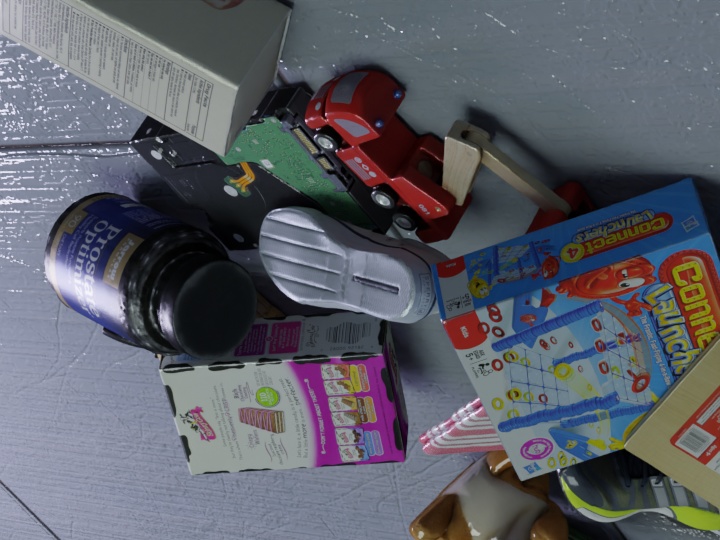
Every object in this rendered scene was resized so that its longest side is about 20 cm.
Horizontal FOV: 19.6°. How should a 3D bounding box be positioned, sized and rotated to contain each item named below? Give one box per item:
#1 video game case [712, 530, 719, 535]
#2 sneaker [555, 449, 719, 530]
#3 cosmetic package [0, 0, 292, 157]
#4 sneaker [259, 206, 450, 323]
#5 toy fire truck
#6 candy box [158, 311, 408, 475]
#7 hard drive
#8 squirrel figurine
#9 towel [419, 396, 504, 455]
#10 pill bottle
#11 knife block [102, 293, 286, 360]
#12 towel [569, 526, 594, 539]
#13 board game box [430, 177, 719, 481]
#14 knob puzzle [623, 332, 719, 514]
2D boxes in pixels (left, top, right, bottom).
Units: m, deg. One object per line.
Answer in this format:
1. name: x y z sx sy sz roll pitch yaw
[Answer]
1. video game case: 0.318 0.172 1.711 0.142 0.018 0.200 25 152 10
2. sneaker: 0.236 0.151 1.621 0.199 0.074 0.081 7 148 -32
3. cosmetic package: -0.160 -0.183 1.527 0.199 0.088 0.104 30 151 4
4. sneaker: 0.000 0.000 1.609 0.070 0.074 0.199 3 -165 -42
5. toy fire truck: 0.067 -0.074 1.525 0.200 0.049 0.141 45 149 -23
6. candy box: -0.065 0.108 1.830 0.198 0.061 0.137 -4 131 8
7. hard drive: -0.077 -0.079 1.670 0.199 0.038 0.140 -5 136 49
8. squirrel figurine: 0.148 0.257 1.865 0.187 0.141 0.200 48 170 4
9. towel: 0.148 0.106 1.680 0.145 0.030 0.200 -2 160 -24
10. pill bottle: -0.177 0.008 1.780 0.199 0.112 0.112 22 155 50
11. knife block: -0.150 0.060 1.937 0.200 0.064 0.175 41 151 -19
12. towel: 0.237 0.304 2.003 0.199 0.023 0.153 26 152 6
13. board game box: 0.174 0.047 1.501 0.194 0.056 0.201 -19 135 10
14. knob puzzle: 0.320 0.116 1.502 0.218 0.031 0.221 9 127 12
